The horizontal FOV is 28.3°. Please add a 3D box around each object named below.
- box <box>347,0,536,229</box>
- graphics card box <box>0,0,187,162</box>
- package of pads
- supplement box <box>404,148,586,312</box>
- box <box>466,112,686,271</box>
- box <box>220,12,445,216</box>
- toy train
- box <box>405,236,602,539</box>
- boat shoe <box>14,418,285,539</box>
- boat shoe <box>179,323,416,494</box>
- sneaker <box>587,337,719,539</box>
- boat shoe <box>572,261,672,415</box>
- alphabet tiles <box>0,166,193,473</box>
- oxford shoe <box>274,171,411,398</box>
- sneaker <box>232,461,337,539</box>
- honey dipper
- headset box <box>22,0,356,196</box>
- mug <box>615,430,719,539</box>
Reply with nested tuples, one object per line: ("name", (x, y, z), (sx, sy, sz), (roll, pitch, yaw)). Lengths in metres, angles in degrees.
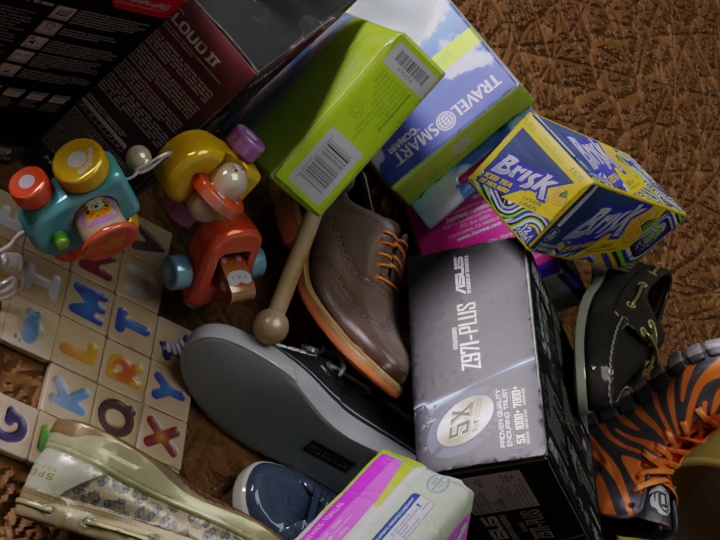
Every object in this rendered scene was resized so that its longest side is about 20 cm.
("box", (0.034, -0.145, 1.064), (0.200, 0.122, 0.048), (54, 8, 24))
("graphics card box", (-0.203, -0.132, 0.801), (0.125, 0.200, 0.051), (6, 61, -42))
("package of pads", (-0.005, 0.216, 0.786), (0.068, 0.201, 0.154), (18, 28, 21))
("supplement box", (0.091, -0.061, 1.110), (0.101, 0.103, 0.201), (35, 37, -65))
("box", (0.155, -0.050, 0.992), (0.070, 0.064, 0.200), (51, 20, 22))
("box", (-0.028, -0.114, 0.956), (0.048, 0.122, 0.200), (41, 1, -22))
("toy train", (-0.121, -0.013, 0.844), (0.200, 0.150, 0.056), (-6, 47, -40))
("box", (0.101, 0.101, 0.981), (0.200, 0.086, 0.164), (58, 26, -54))
("boat shoe", (-0.104, 0.159, 0.820), (0.200, 0.073, 0.063), (35, 67, -17))
("boat shoe", (-0.029, 0.085, 0.936), (0.199, 0.074, 0.068), (31, 37, -18))
("sneaker", (0.233, 0.133, 1.054), (0.078, 0.200, 0.112), (33, 36, -37))
("boat shoe", (0.194, 0.043, 1.053), (0.201, 0.060, 0.072), (-60, 149, -60))
("alphabet tiles", (-0.170, 0.035, 0.876), (0.167, 0.008, 0.200), (29, 47, -30))
("oxford shoe", (0.000, 0.000, 0.969), (0.071, 0.073, 0.200), (41, 17, -46))
("sneaker", (0.013, 0.175, 0.909), (0.200, 0.084, 0.075), (36, 44, -23))
("honey dipper", (-0.036, -0.028, 0.941), (0.038, 0.038, 0.200), (40, 43, -19))
("headset box", (-0.101, -0.132, 0.900), (0.077, 0.200, 0.149), (48, 38, -5))
("mug", (0.293, 0.179, 1.155), (0.153, 0.149, 0.187), (-28, 93, -58))
